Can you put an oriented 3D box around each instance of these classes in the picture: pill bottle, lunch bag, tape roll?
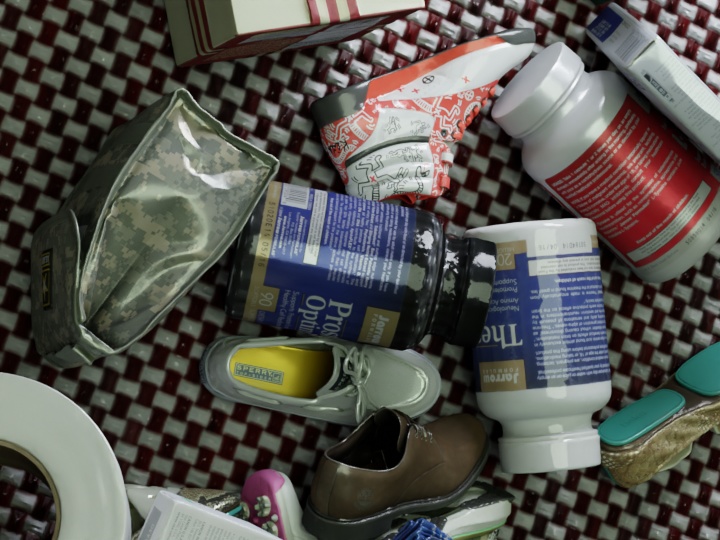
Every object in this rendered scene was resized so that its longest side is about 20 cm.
[{"bbox_3d":[0.145,0.061,1.747,0.111,0.111,0.200,-4,88,-22],"label":"pill bottle"},{"bbox_3d":[-0.173,-0.018,1.597,0.118,0.164,0.200,36,73,-13],"label":"lunch bag"},{"bbox_3d":[0.208,-0.092,1.781,0.200,0.112,0.112,42,73,-14],"label":"pill bottle"},{"bbox_3d":[0.000,0.000,1.668,0.200,0.112,0.112,11,82,-3],"label":"pill bottle"},{"bbox_3d":[-0.264,0.181,1.535,0.202,0.139,0.203,1,79,-4],"label":"tape roll"}]

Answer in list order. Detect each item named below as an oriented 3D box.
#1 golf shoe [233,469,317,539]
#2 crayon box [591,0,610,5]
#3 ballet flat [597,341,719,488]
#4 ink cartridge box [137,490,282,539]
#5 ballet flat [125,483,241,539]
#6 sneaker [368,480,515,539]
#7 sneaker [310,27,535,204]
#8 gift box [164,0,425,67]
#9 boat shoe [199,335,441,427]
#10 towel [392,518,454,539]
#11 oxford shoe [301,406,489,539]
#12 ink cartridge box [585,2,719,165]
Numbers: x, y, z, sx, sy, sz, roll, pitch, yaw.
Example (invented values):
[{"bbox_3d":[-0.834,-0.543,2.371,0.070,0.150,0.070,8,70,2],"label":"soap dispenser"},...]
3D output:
[{"bbox_3d":[-0.043,0.250,1.691,0.091,0.075,0.200,-13,94,-37],"label":"golf shoe"},{"bbox_3d":[0.254,-0.296,1.765,0.052,0.200,0.126,37,75,-15],"label":"crayon box"},{"bbox_3d":[0.281,0.121,1.833,0.200,0.070,0.065,-28,124,-18],"label":"ballet flat"},{"bbox_3d":[-0.086,0.269,1.563,0.200,0.050,0.161,24,87,-23],"label":"ink cartridge box"},{"bbox_3d":[-0.185,0.210,1.635,0.200,0.068,0.075,-38,91,-16],"label":"ballet flat"},{"bbox_3d":[0.051,0.234,1.702,0.200,0.077,0.089,-17,110,-42],"label":"sneaker"},{"bbox_3d":[0.066,-0.121,1.752,0.201,0.067,0.108,-22,94,-17],"label":"sneaker"},{"bbox_3d":[-0.054,-0.271,1.648,0.184,0.200,0.187,-12,90,-27],"label":"gift box"},{"bbox_3d":[-0.020,0.082,1.694,0.202,0.086,0.075,11,83,-20],"label":"boat shoe"},{"bbox_3d":[0.047,0.279,1.669,0.145,0.024,0.200,-48,139,2],"label":"towel"},{"bbox_3d":[0.039,0.144,1.687,0.200,0.073,0.085,-23,129,-49],"label":"oxford shoe"},{"bbox_3d":[0.280,-0.128,1.771,0.200,0.200,0.041,42,99,-12],"label":"ink cartridge box"}]
